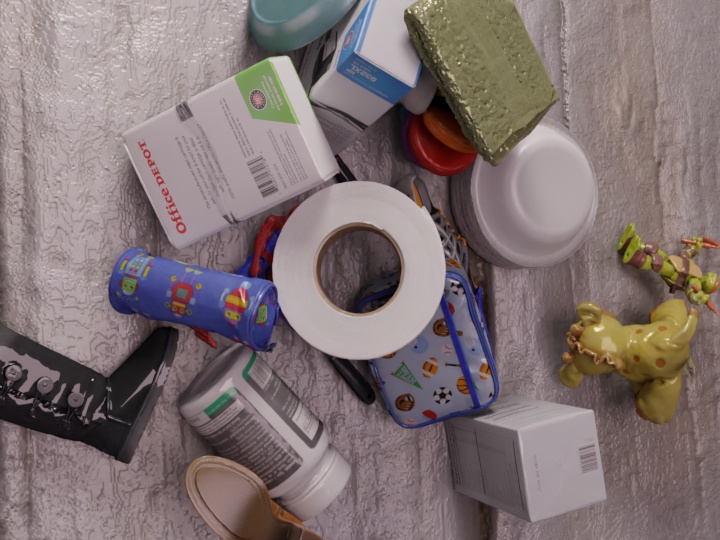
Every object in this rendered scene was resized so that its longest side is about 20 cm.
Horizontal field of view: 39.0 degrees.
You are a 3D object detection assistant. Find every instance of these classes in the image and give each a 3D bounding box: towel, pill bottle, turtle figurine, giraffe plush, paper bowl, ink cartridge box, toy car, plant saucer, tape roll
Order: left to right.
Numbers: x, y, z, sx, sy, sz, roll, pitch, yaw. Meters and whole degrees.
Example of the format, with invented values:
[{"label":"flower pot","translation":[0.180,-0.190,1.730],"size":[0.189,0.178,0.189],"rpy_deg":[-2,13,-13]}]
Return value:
[{"label":"ink cartridge box","translation":[-0.146,-0.133,1.152],"size":[0.198,0.084,0.147],"rpy_deg":[-23,98,16]},{"label":"pill bottle","translation":[-0.109,0.193,1.195],"size":[0.113,0.113,0.200],"rpy_deg":[-45,104,-17]},{"label":"plant saucer","translation":[-0.062,-0.347,1.183],"size":[0.027,0.199,0.202],"rpy_deg":[36,75,-42]},{"label":"ink cartridge box","translation":[-0.002,-0.246,1.187],"size":[0.083,0.200,0.147],"rpy_deg":[25,64,-20]},{"label":"tape roll","translation":[0.000,0.000,1.173],"size":[0.199,0.071,0.205],"rpy_deg":[0,88,3]},{"label":"toy car","translation":[0.108,-0.194,1.258],"size":[0.173,0.200,0.152],"rpy_deg":[13,104,-16]},{"label":"towel","translation":[0.136,-0.232,1.131],"size":[0.148,0.036,0.201],"rpy_deg":[-43,109,-30]},{"label":"paper bowl","translation":[0.227,-0.104,1.347],"size":[0.198,0.104,0.204],"rpy_deg":[1,87,-23]},{"label":"giraffe plush","translation":[0.355,0.110,1.379],"size":[0.160,0.200,0.175],"rpy_deg":[11,88,7]},{"label":"turtle figurine","translation":[0.445,-0.008,1.438],"size":[0.160,0.065,0.201],"rpy_deg":[25,37,-5]}]

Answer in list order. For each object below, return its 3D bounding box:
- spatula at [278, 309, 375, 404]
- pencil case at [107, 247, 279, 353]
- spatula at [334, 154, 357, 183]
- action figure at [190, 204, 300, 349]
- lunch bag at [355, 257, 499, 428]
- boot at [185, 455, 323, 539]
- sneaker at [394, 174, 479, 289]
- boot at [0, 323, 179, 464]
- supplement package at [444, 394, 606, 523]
[{"label":"spatula","translation":[-0.038,0.092,1.256],"size":[0.057,0.020,0.201],"rpy_deg":[-49,118,-26]},{"label":"pencil case","translation":[-0.182,0.031,1.140],"size":[0.198,0.087,0.079],"rpy_deg":[14,91,20]},{"label":"spatula","translation":[-0.049,-0.156,1.277],"size":[0.056,0.020,0.201],"rpy_deg":[-43,105,-21]},{"label":"action figure","translation":[-0.127,0.001,1.219],"size":[0.051,0.066,0.201],"rpy_deg":[28,75,23]},{"label":"lunch bag","translation":[0.087,0.087,1.261],"size":[0.158,0.076,0.202],"rpy_deg":[-16,108,10]},{"label":"boot","translation":[-0.137,0.274,1.159],"size":[0.199,0.155,0.077],"rpy_deg":[34,72,-22]},{"label":"sneaker","translation":[0.097,-0.032,1.309],"size":[0.077,0.078,0.202],"rpy_deg":[-26,109,-21]},{"label":"boot","translation":[-0.322,0.107,1.141],"size":[0.198,0.066,0.167],"rpy_deg":[25,78,-16]},{"label":"supplement package","translation":[0.200,0.228,1.274],"size":[0.108,0.200,0.115],"rpy_deg":[-10,93,-21]}]
